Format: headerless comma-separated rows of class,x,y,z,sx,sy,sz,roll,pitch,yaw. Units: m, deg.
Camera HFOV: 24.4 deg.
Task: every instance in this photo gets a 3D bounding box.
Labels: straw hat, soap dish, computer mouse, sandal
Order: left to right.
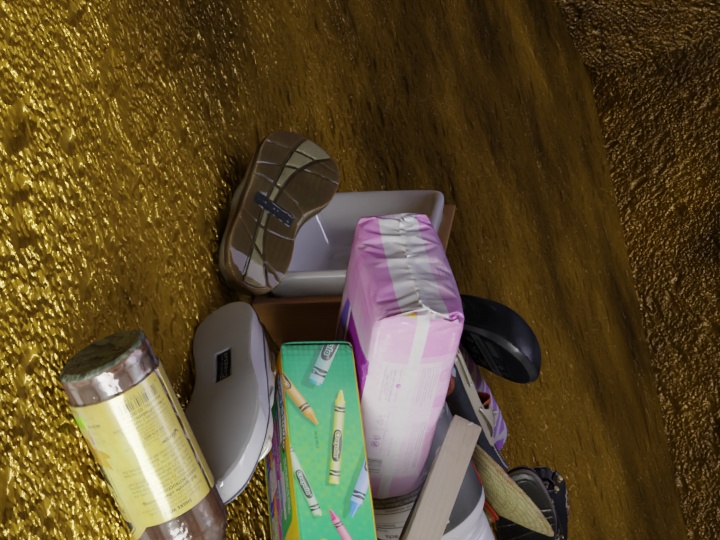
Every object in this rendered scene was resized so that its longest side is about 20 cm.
sandal,-0.079,-0.048,1.418,0.080,0.054,0.201,39,44,-15
soap dish,0.000,0.000,1.475,0.200,0.155,0.082,-72,158,-63
straw hat,0.089,0.220,1.635,0.201,0.085,0.201,44,-10,10
computer mouse,0.117,0.054,1.750,0.053,0.199,0.139,-50,139,-19

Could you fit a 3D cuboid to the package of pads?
package of pads,0.023,0.068,1.297,0.121,0.075,0.201,-101,-163,-47

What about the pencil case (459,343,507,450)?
pencil case,0.089,0.127,1.763,0.085,0.084,0.201,35,-19,45

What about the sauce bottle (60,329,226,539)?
sauce bottle,-0.124,0.139,1.054,0.065,0.064,0.202,-65,136,-67

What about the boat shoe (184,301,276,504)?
boat shoe,-0.089,0.108,1.207,0.070,0.070,0.201,59,14,-31

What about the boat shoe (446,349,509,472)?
boat shoe,0.106,0.143,1.683,0.071,0.063,0.200,30,-19,50

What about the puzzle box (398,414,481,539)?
puzzle box,0.037,0.216,1.240,0.201,0.025,0.134,-63,174,-52

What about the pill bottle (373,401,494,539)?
pill bottle,0.043,0.180,1.485,0.114,0.113,0.201,-77,146,-61

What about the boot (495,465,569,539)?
boot,0.212,0.290,2.018,0.151,0.072,0.201,-77,150,-59

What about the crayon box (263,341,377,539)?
crayon box,-0.033,0.169,1.248,0.119,0.058,0.202,110,-23,-56
